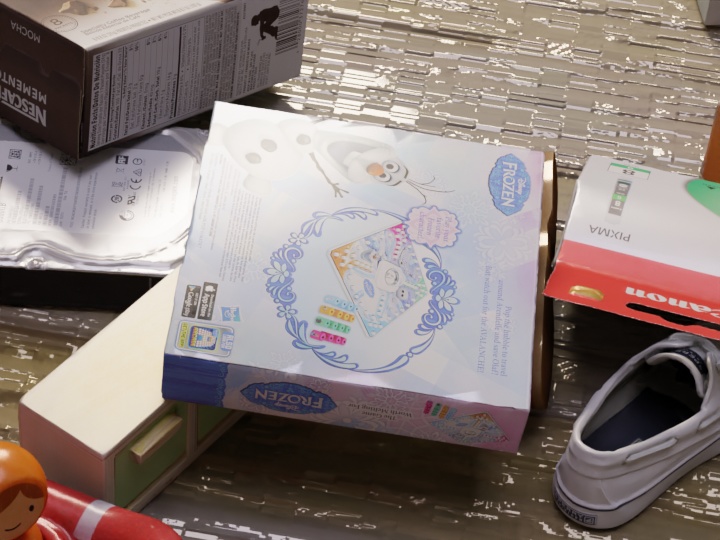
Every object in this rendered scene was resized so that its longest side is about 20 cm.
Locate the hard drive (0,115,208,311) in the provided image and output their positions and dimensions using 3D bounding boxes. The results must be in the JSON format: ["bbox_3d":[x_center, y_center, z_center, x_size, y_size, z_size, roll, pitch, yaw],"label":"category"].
[{"bbox_3d":[-0.185,-0.038,1.433,0.199,0.038,0.140,3,44,-1],"label":"hard drive"}]

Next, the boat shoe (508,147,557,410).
[{"bbox_3d":[0.084,0.006,1.393,0.070,0.071,0.200,-1,43,5],"label":"boat shoe"}]

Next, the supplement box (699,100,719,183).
[{"bbox_3d":[0.320,-0.053,1.476,0.200,0.067,0.069,33,48,25],"label":"supplement box"}]

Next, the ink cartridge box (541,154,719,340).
[{"bbox_3d":[0.199,-0.012,1.378,0.160,0.050,0.200,14,16,8],"label":"ink cartridge box"}]

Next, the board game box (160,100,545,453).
[{"bbox_3d":[0.000,0.000,1.304,0.198,0.043,0.200,9,47,-1],"label":"board game box"}]

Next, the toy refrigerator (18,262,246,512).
[{"bbox_3d":[-0.101,0.058,1.316,0.070,0.076,0.200,30,49,23],"label":"toy refrigerator"}]

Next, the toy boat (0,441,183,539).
[{"bbox_3d":[-0.182,0.141,1.183,0.199,0.131,0.131,19,46,16],"label":"toy boat"}]

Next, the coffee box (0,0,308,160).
[{"bbox_3d":[-0.142,-0.153,1.491,0.113,0.080,0.200,30,38,33],"label":"coffee box"}]

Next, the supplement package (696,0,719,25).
[{"bbox_3d":[0.329,-0.293,1.661,0.190,0.147,0.200,0,45,-6],"label":"supplement package"}]

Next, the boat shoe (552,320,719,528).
[{"bbox_3d":[0.187,0.071,1.337,0.073,0.065,0.200,30,50,23],"label":"boat shoe"}]
